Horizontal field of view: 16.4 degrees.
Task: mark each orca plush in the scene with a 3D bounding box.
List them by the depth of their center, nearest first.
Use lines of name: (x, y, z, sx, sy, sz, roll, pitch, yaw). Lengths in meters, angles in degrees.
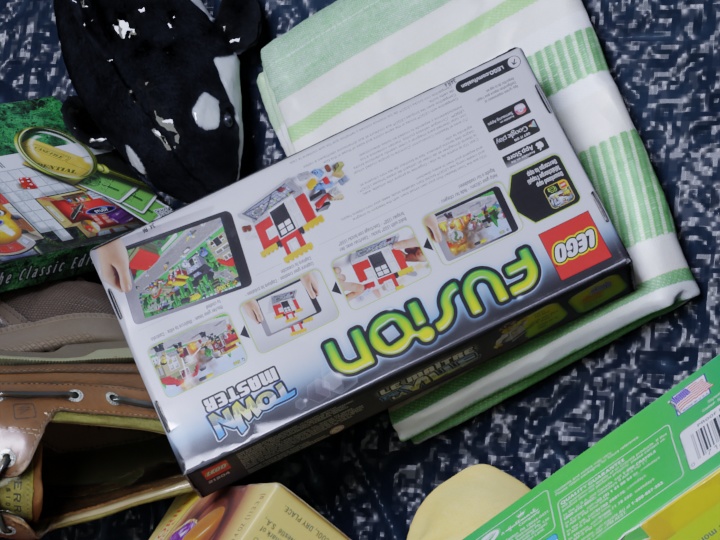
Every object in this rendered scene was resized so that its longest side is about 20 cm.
orca plush: (-0.105, -0.127, 1.128, 0.105, 0.071, 0.201, -14, 65, 19)

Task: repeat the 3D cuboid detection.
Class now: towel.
towel: (0.046, -0.044, 1.075, 0.152, 0.023, 0.201, -28, 66, 17)

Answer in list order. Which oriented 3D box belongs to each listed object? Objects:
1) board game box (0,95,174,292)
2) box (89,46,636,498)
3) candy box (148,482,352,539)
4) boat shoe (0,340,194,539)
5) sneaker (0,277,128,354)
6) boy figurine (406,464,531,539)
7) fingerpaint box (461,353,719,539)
board game box: (-0.179, -0.029, 1.087, 0.105, 0.199, 0.024, 40, 123, 27)
box: (0.000, 0.000, 1.022, 0.199, 0.035, 0.111, -25, 66, -1)
candy box: (-0.087, 0.183, 1.002, 0.200, 0.056, 0.117, -55, 16, -19)
boat shoe: (-0.148, 0.073, 1.026, 0.068, 0.199, 0.072, 46, 142, 50)
sneaker: (-0.193, 0.036, 1.082, 0.076, 0.199, 0.071, -125, 43, -53)
boy figurine: (0.014, 0.169, 0.996, 0.064, 0.125, 0.200, 27, 62, 21)
fingerpaint box: (0.129, 0.140, 0.913, 0.200, 0.167, 0.073, -38, 21, 14)
